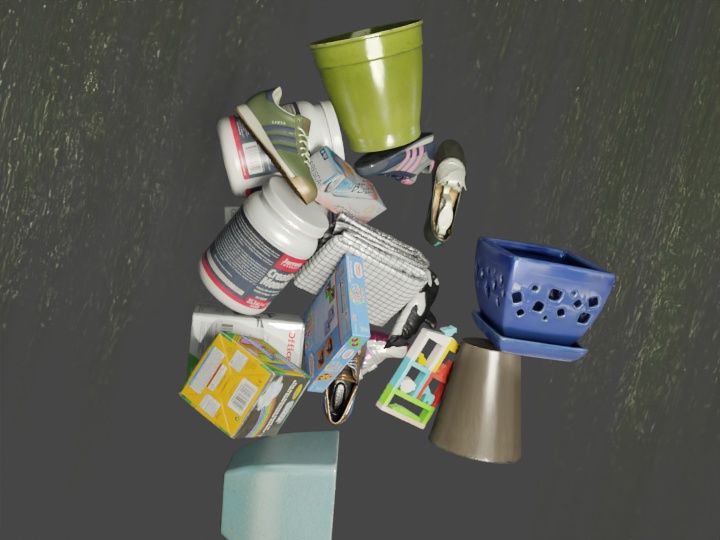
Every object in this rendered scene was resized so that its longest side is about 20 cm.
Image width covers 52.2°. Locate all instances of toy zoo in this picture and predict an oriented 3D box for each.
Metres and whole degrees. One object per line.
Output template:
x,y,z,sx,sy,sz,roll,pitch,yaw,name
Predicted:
0.127,0.194,1.392,0.131,0.020,0.201,32,90,-39,toy zoo

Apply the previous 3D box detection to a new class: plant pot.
-0.144,0.405,1.321,0.198,0.196,0.198,4,96,0,plant pot
0.026,-0.314,1.271,0.199,0.200,0.195,-15,110,-7,plant pot
0.318,0.054,1.354,0.198,0.200,0.181,8,102,-11,plant pot

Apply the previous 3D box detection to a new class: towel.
0.000,0.000,1.301,0.199,0.086,0.166,26,137,-18,towel

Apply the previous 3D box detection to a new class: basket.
0.228,0.236,1.376,0.179,0.136,0.202,9,96,18,basket

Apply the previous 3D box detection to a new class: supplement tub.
-0.138,-0.212,1.268,0.198,0.140,0.142,-14,99,-8,supplement tub
-0.161,-0.040,1.218,0.140,0.141,0.200,38,110,-11,supplement tub

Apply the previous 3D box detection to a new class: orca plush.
0.113,0.080,1.333,0.071,0.200,0.106,31,124,-1,orca plush

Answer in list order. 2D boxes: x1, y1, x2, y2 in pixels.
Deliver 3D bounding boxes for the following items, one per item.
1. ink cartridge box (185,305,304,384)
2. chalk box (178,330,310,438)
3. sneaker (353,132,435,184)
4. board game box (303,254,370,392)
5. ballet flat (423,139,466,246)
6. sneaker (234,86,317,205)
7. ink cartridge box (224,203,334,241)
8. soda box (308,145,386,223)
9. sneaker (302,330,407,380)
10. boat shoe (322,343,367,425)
-0.208,0.149,1.327,0.198,0.084,0.147,6,97,-10,ink cartridge box
-0.177,0.191,1.215,0.124,0.200,0.125,33,90,20,chalk box
0.070,-0.184,1.305,0.199,0.070,0.083,-29,119,-38,sneaker
-0.045,0.092,1.233,0.036,0.200,0.152,11,53,-23,board game box
0.165,-0.143,1.364,0.067,0.068,0.202,7,95,-10,ballet flat
-0.110,-0.207,1.161,0.090,0.067,0.201,-36,79,-7,sneaker
-0.146,-0.071,1.336,0.198,0.039,0.100,-1,97,-8,ink cartridge box
-0.029,-0.139,1.263,0.068,0.200,0.064,-34,67,14,soda box
-0.011,0.165,1.370,0.198,0.081,0.089,-4,99,-1,sneaker
-0.026,0.175,1.293,0.072,0.072,0.202,4,97,-2,boat shoe
